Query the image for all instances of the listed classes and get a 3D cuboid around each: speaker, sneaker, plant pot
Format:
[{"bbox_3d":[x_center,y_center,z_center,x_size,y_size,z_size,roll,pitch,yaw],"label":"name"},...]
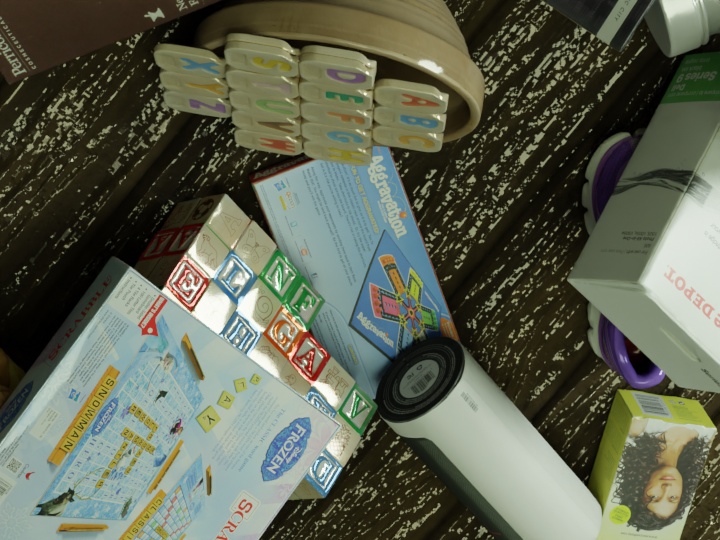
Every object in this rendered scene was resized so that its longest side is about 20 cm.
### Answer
[{"bbox_3d":[0.099,0.140,1.805,0.081,0.081,0.200,-37,123,7],"label":"speaker"},{"bbox_3d":[0.211,-0.007,1.770,0.080,0.083,0.201,-8,115,-8],"label":"sneaker"},{"bbox_3d":[-0.010,-0.159,1.625,0.200,0.201,0.093,15,73,-18],"label":"plant pot"}]

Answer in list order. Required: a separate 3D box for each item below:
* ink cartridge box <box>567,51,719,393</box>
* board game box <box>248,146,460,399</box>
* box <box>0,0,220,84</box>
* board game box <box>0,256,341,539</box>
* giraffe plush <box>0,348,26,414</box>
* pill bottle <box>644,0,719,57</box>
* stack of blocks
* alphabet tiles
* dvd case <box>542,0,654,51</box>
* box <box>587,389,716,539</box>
[{"bbox_3d":[0.254,-0.033,1.710,0.146,0.084,0.201,41,69,-30],"label":"ink cartridge box"},{"bbox_3d":[0.000,0.000,1.766,0.102,0.019,0.201,-21,117,0],"label":"board game box"},{"bbox_3d":[-0.165,-0.209,1.573,0.199,0.075,0.100,-20,131,15],"label":"box"},{"bbox_3d":[-0.146,0.128,1.629,0.199,0.041,0.200,39,86,-26],"label":"board game box"},{"bbox_3d":[-0.197,0.124,1.715,0.161,0.173,0.201,-18,125,-11],"label":"giraffe plush"},{"bbox_3d":[0.292,-0.220,1.673,0.199,0.111,0.112,-22,117,-2],"label":"pill bottle"},{"bbox_3d":[-0.078,0.056,1.721,0.200,0.058,0.115,48,57,-25],"label":"stack of blocks"},{"bbox_3d":[-0.040,-0.111,1.616,0.194,0.200,0.015,9,74,2],"label":"alphabet tiles"},{"bbox_3d":[0.133,-0.264,1.625,0.200,0.016,0.149,34,106,6],"label":"dvd case"},{"bbox_3d":[0.210,0.195,1.882,0.075,0.050,0.201,7,113,-15],"label":"box"}]
